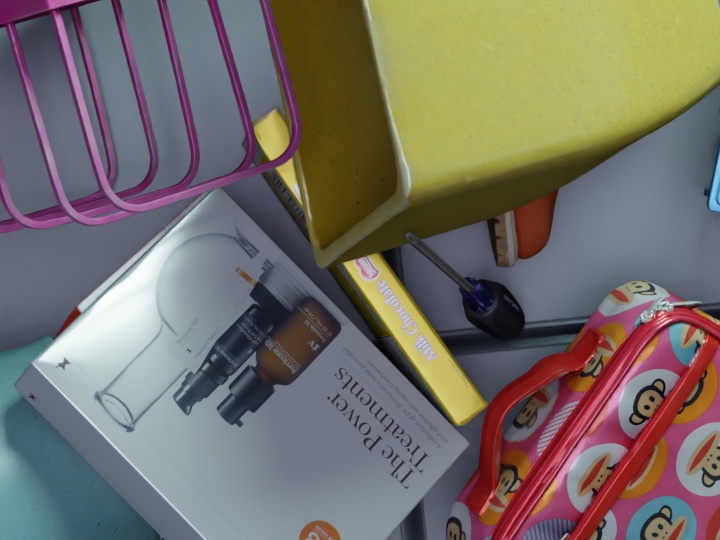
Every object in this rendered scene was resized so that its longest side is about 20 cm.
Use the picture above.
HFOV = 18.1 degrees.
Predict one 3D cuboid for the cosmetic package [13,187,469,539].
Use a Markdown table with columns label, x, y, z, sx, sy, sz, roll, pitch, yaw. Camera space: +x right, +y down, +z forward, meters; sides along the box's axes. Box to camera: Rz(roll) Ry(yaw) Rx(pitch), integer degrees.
| label | x | y | z | sx | sy | sz | roll | pitch | yaw |
| --- | --- | --- | --- | --- | --- | --- | --- | --- | --- |
| cosmetic package | -0.062 | 0.078 | 1.213 | 0.200 | 0.052 | 0.151 | 45 | 64 | -2 |

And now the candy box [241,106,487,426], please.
| label | x | y | z | sx | sy | sz | roll | pitch | yaw |
| --- | --- | --- | --- | --- | --- | --- | --- | --- | --- |
| candy box | 0.000 | 0.000 | 1.272 | 0.026 | 0.102 | 0.200 | -35 | 91 | -3 |

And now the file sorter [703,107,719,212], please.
| label | x | y | z | sx | sy | sz | roll | pitch | yaw |
| --- | --- | --- | --- | --- | --- | --- | --- | --- | --- |
| file sorter | 0.271 | -0.121 | 1.241 | 0.138 | 0.123 | 0.201 | 11 | 95 | 2 |

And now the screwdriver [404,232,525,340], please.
| label | x | y | z | sx | sy | sz | roll | pitch | yaw |
| --- | --- | --- | --- | --- | --- | --- | --- | --- | --- |
| screwdriver | 0.056 | 0.002 | 1.228 | 0.028 | 0.200 | 0.029 | 14 | 76 | 22 |

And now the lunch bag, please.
| label | x | y | z | sx | sy | sz | roll | pitch | yaw |
| --- | --- | --- | --- | --- | --- | --- | --- | --- | --- |
| lunch bag | 0.144 | 0.110 | 1.253 | 0.176 | 0.082 | 0.201 | 33 | 94 | -27 |

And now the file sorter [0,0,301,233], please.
| label | x | y | z | sx | sy | sz | roll | pitch | yaw |
| --- | --- | --- | --- | --- | --- | --- | --- | --- | --- |
| file sorter | -0.145 | -0.092 | 1.210 | 0.138 | 0.199 | 0.126 | -20 | 99 | -36 |

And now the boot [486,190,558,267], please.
| label | x | y | z | sx | sy | sz | roll | pitch | yaw |
| --- | --- | --- | --- | --- | --- | --- | --- | --- | --- |
| boot | 0.123 | -0.097 | 1.278 | 0.106 | 0.075 | 0.201 | 9 | 93 | -2 |

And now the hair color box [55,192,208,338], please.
| label | x | y | z | sx | sy | sz | roll | pitch | yaw |
| --- | --- | --- | --- | --- | --- | --- | --- | --- | --- |
| hair color box | -0.062 | 0.068 | 1.279 | 0.200 | 0.064 | 0.111 | 47 | 63 | 1 |

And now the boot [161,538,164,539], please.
| label | x | y | z | sx | sy | sz | roll | pitch | yaw |
| --- | --- | --- | --- | --- | --- | --- | --- | --- | --- |
| boot | -0.043 | 0.236 | 1.303 | 0.167 | 0.076 | 0.202 | 8 | 95 | 2 |

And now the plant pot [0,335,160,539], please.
| label | x | y | z | sx | sy | sz | roll | pitch | yaw |
| --- | --- | --- | --- | --- | --- | --- | --- | --- | --- |
| plant pot | -0.222 | 0.136 | 1.258 | 0.187 | 0.200 | 0.201 | -30 | 92 | -10 |

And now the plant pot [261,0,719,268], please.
| label | x | y | z | sx | sy | sz | roll | pitch | yaw |
| --- | --- | --- | --- | --- | --- | --- | --- | --- | --- |
| plant pot | 0.071 | -0.126 | 1.156 | 0.199 | 0.194 | 0.197 | -10 | 83 | -15 |
